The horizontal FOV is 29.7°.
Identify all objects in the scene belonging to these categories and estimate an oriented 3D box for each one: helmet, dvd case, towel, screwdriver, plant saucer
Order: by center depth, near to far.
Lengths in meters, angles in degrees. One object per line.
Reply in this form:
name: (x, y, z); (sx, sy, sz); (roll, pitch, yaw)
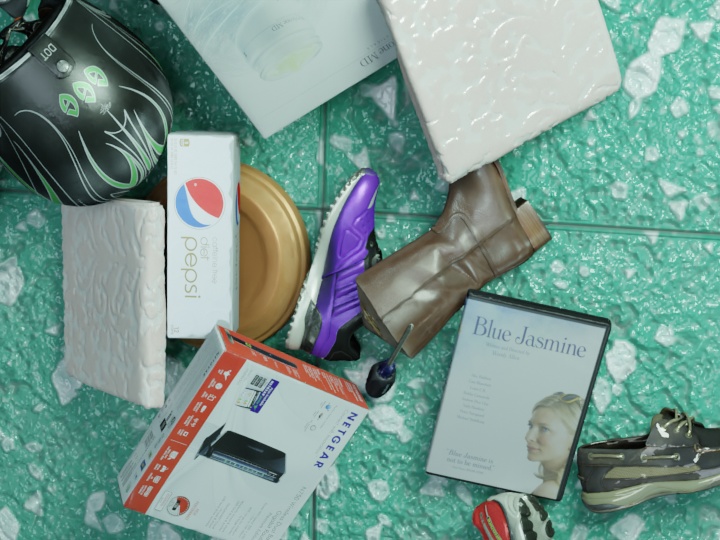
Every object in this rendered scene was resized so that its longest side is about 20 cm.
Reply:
towel: (0.127, -0.207, 1.231); (0.199, 0.032, 0.193); (-29, 113, -11)
screwdriver: (0.034, 0.086, 1.307); (0.029, 0.200, 0.028); (10, 67, -10)
helmet: (-0.275, -0.156, 1.320); (0.199, 0.201, 0.191); (-31, 122, 16)
dvd case: (0.152, 0.124, 1.324); (0.141, 0.018, 0.202); (12, 112, 0)
towel: (-0.252, 0.026, 1.389); (0.190, 0.032, 0.203); (10, 102, 52)
plant saucer: (-0.151, -0.013, 1.407); (0.198, 0.037, 0.203); (2, 98, 14)

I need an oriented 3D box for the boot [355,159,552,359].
boot: (0.057, -0.039, 1.310); (0.199, 0.064, 0.187); (-37, 90, 1)

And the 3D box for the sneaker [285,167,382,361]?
sneaker: (0.000, 0.000, 1.359); (0.099, 0.070, 0.202); (20, 105, 3)

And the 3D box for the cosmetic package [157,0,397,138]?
cosmetic package: (-0.064, -0.268, 1.263); (0.198, 0.124, 0.200); (-29, 122, 17)

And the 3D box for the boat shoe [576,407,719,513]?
boat shoe: (0.298, 0.172, 1.298); (0.198, 0.074, 0.074); (-20, 93, 15)

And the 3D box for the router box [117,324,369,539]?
router box: (-0.118, 0.174, 1.366); (0.178, 0.049, 0.201); (25, 108, -29)

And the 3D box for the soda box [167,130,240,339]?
soda box: (-0.155, -0.037, 1.347); (0.067, 0.064, 0.203); (1, 99, 1)

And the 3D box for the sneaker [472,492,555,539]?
sneaker: (0.165, 0.319, 1.366); (0.084, 0.077, 0.202); (-14, 94, 36)

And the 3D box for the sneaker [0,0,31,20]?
sneaker: (-0.331, -0.312, 1.398); (0.198, 0.078, 0.142); (7, 108, 14)

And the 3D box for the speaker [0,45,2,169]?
speaker: (-0.406, -0.136, 1.426); (0.081, 0.081, 0.201); (35, 105, 7)

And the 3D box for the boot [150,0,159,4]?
boot: (-0.165, -0.348, 1.332); (0.198, 0.077, 0.170); (0, 121, -21)
